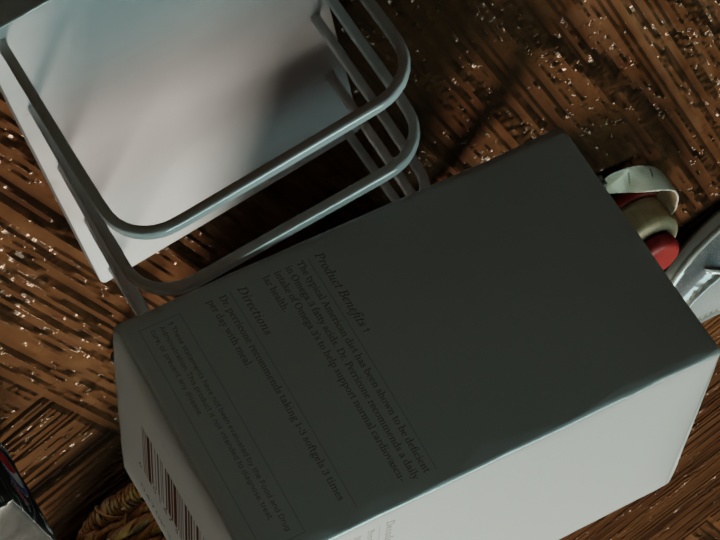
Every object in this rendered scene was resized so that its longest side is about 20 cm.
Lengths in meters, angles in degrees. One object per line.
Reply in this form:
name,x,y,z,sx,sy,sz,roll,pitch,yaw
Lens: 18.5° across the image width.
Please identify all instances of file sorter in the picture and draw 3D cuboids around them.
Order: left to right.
file sorter,-0.047,-0.039,0.894,0.138,0.125,0.200,-30,153,-8

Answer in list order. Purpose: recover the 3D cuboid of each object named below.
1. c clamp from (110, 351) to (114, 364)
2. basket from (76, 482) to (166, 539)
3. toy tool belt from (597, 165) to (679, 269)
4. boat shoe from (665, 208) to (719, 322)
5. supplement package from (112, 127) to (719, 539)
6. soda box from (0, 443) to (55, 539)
c clamp,0.000,0.000,1.054,0.199,0.027,0.170,-25,-167,-33
basket,-0.058,0.153,1.216,0.199,0.142,0.150,4,94,-43
toy tool belt,0.114,0.039,1.202,0.199,0.123,0.125,-23,151,-24
boat shoe,0.269,-0.017,1.351,0.201,0.065,0.075,-26,152,-17
supplement package,0.019,0.054,0.852,0.199,0.117,0.118,-23,152,-17
soda box,-0.248,0.148,1.032,0.199,0.063,0.071,-33,154,-4
